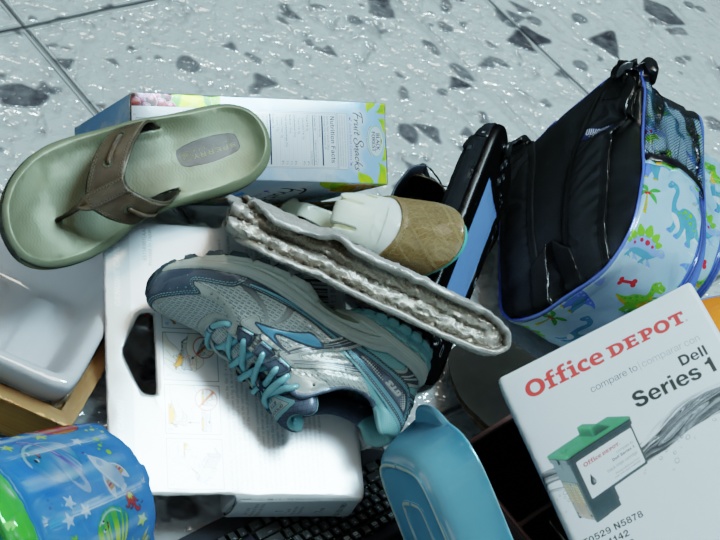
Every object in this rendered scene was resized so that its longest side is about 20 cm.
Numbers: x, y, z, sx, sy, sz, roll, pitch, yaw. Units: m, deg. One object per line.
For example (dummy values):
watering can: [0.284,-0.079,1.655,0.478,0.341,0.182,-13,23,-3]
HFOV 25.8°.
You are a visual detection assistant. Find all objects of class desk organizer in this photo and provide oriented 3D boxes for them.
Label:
desk organizer: [0.128,0.202,1.057,0.071,0.077,0.200,-24,66,-40]

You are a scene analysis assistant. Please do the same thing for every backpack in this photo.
backpack: [0.206,-0.031,1.273,0.146,0.183,0.202,31,47,-24]

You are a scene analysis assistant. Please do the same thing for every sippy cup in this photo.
sippy cup: [-0.196,0.155,0.940,0.130,0.139,0.180,-19,87,-50]

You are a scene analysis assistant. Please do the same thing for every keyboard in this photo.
keyboard: [-0.023,0.194,1.054,0.199,0.021,0.127,-22,59,-38]

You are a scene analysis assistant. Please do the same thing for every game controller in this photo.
game controller: [0.077,-0.013,1.211,0.042,0.105,0.202,11,64,25]

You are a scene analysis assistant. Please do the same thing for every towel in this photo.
towel: [0.000,0.000,1.045,0.198,0.035,0.133,25,2,-8]

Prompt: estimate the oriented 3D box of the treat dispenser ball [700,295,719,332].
treat dispenser ball: [0.273,0.118,1.132,0.199,0.202,0.202,13,42,-12]

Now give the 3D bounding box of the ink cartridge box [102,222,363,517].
ink cartridge box: [-0.091,0.066,1.074,0.172,0.044,0.202,3,64,-17]

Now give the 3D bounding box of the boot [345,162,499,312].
boot: [0.070,-0.044,1.282,0.075,0.097,0.200,39,44,17]

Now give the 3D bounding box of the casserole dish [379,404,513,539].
casserole dish: [0.064,0.185,1.000,0.038,0.121,0.202,-24,96,-17]

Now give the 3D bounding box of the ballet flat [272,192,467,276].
ballet flat: [-0.012,-0.031,1.175,0.072,0.199,0.068,32,72,-39]

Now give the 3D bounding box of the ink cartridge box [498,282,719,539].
ink cartridge box: [0.192,0.131,0.989,0.145,0.084,0.201,-27,60,4]

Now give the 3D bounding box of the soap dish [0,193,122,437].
soap dish: [-0.260,0.025,1.071,0.198,0.082,0.158,24,42,-1]

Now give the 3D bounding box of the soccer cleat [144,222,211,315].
soccer cleat: [-0.101,0.004,1.171,0.198,0.069,0.078,14,60,-7]

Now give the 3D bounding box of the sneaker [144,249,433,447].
sneaker: [-0.050,0.053,1.028,0.198,0.078,0.087,20,63,-9]

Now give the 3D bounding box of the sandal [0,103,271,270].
sandal: [-0.149,-0.067,1.047,0.200,0.057,0.080,-26,91,-22]

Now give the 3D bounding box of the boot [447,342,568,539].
boot: [0.121,0.124,1.166,0.073,0.076,0.200,-20,40,-14]

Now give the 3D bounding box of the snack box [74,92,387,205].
snack box: [-0.101,-0.088,1.194,0.198,0.168,0.069,-2,87,-23]
